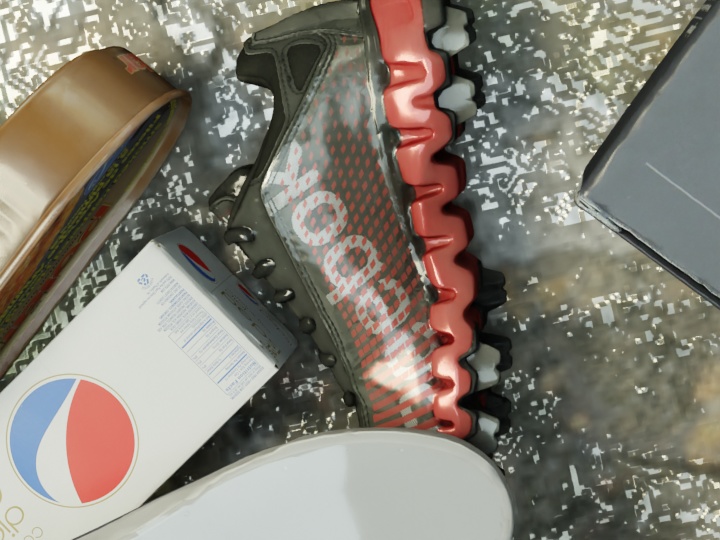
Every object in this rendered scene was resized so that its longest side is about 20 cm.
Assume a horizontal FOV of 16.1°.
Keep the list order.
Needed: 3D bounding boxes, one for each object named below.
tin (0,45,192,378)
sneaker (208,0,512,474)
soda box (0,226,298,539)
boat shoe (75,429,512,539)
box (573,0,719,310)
[{"bbox_3d":[-0.132,0.008,0.869,0.042,0.112,0.200,39,97,8],"label":"tin"},{"bbox_3d":[0.000,0.000,0.875,0.098,0.071,0.201,-7,93,6],"label":"sneaker"},{"bbox_3d":[-0.115,0.077,0.895,0.200,0.068,0.064,-44,91,8],"label":"soda box"},{"bbox_3d":[-0.048,0.102,0.835,0.200,0.070,0.071,-23,93,-1],"label":"boat shoe"},{"bbox_3d":[0.184,-0.063,0.833,0.148,0.104,0.200,37,99,1],"label":"box"}]
